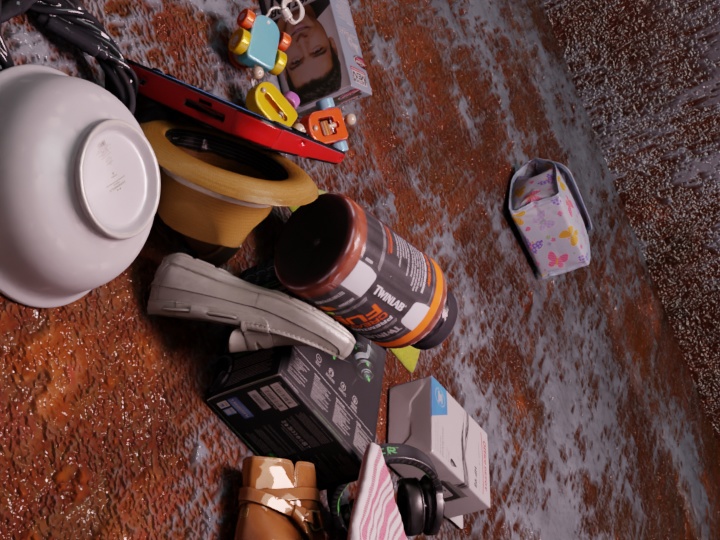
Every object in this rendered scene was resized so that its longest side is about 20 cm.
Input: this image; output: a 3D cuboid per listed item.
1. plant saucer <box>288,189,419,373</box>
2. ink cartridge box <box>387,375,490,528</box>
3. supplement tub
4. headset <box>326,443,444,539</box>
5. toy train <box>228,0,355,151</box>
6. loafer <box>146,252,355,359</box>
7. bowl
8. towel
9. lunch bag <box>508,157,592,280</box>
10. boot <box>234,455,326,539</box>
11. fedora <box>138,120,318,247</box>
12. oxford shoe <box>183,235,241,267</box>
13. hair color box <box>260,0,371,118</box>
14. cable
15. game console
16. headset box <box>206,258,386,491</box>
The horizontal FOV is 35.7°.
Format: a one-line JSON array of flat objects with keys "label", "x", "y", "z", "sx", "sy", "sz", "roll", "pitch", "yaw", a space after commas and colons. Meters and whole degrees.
[{"label": "plant saucer", "x": 0.000, "y": 0.000, "z": 1.298, "sx": 0.200, "sy": 0.048, "sz": 0.200, "roll": 57, "pitch": 4, "yaw": 34}, {"label": "ink cartridge box", "x": 0.113, "y": 0.240, "z": 1.458, "sx": 0.200, "sy": 0.066, "sz": 0.116, "roll": 47, "pitch": 33, "yaw": -40}, {"label": "supplement tub", "x": 0.015, "y": 0.011, "z": 1.107, "sx": 0.200, "sy": 0.107, "sz": 0.107, "roll": 33, "pitch": 43, "yaw": -42}, {"label": "headset", "x": 0.033, "y": 0.262, "z": 1.239, "sx": 0.094, "sy": 0.123, "sz": 0.201, "roll": -111, "pitch": -178, "yaw": -56}, {"label": "toy train", "x": -0.092, "y": -0.225, "z": 1.361, "sx": 0.150, "sy": 0.055, "sz": 0.201, "roll": -26, "pitch": 98, "yaw": -44}, {"label": "loafer", "x": -0.103, "y": 0.047, "z": 1.054, "sx": 0.070, "sy": 0.199, "sz": 0.070, "roll": 84, "pitch": 27, "yaw": -82}, {"label": "bowl", "x": -0.227, "y": -0.071, "z": 0.912, "sx": 0.201, "sy": 0.090, "sz": 0.202, "roll": 6, "pitch": 83, "yaw": -61}, {"label": "towel", "x": 0.027, "y": 0.289, "z": 1.110, "sx": 0.147, "sy": 0.030, "sz": 0.201, "roll": -79, "pitch": 158, "yaw": -52}, {"label": "lunch bag", "x": 0.369, "y": -0.112, "z": 2.162, "sx": 0.170, "sy": 0.127, "sz": 0.200, "roll": 61, "pitch": 20, "yaw": -23}, {"label": "boot", "x": -0.048, "y": 0.269, "z": 1.103, "sx": 0.200, "sy": 0.073, "sz": 0.155, "roll": 33, "pitch": 46, "yaw": -51}, {"label": "fedora", "x": -0.137, "y": -0.077, "z": 1.062, "sx": 0.200, "sy": 0.200, "sz": 0.082, "roll": -21, "pitch": 133, "yaw": -65}, {"label": "oxford shoe", "x": -0.142, "y": -0.096, "z": 1.187, "sx": 0.071, "sy": 0.071, "sz": 0.200, "roll": 49, "pitch": 33, "yaw": -28}, {"label": "hair color box", "x": -0.063, "y": -0.308, "z": 1.458, "sx": 0.061, "sy": 0.099, "sz": 0.201, "roll": 8, "pitch": 66, "yaw": -63}, {"label": "cable", "x": -0.278, "y": -0.189, "z": 1.013, "sx": 0.200, "sy": 0.051, "sz": 0.164, "roll": 14, "pitch": 55, "yaw": -58}, {"label": "game console", "x": -0.132, "y": -0.162, "z": 1.143, "sx": 0.177, "sy": 0.199, "sz": 0.031, "roll": 2, "pitch": 112, "yaw": -62}, {"label": "headset box", "x": -0.059, "y": 0.100, "z": 1.181, "sx": 0.174, "sy": 0.092, "sz": 0.201, "roll": 52, "pitch": 31, "yaw": -33}]
